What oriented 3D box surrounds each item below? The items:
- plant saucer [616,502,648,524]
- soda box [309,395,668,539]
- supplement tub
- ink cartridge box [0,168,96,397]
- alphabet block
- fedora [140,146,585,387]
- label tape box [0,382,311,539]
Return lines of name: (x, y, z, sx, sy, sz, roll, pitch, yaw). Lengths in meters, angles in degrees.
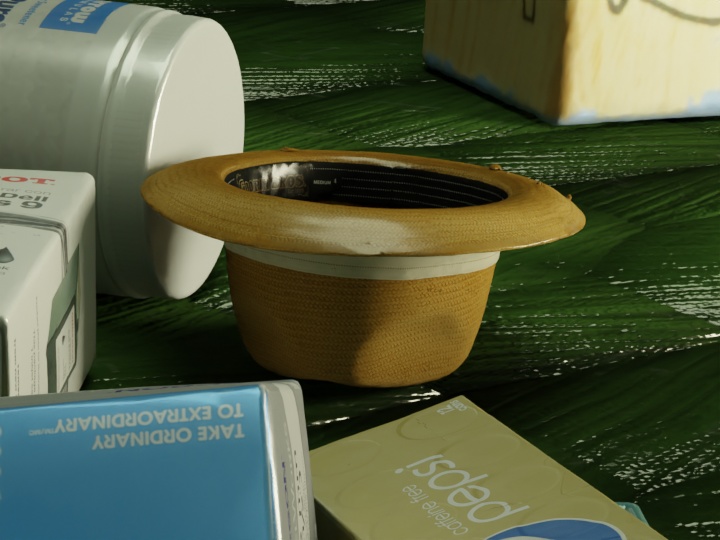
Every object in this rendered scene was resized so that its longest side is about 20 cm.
plant saucer: (0.077, 0.114, 0.814, 0.069, 0.019, 0.200, 1, 17, -6)
soda box: (0.042, 0.099, 0.730, 0.067, 0.064, 0.200, -19, 19, -15)
supplement tub: (-0.166, -0.062, 1.178, 0.198, 0.133, 0.132, 7, 16, 16)
ink cartridge box: (-0.183, 0.022, 0.964, 0.145, 0.085, 0.200, 3, 16, 2)
alphabet block: (0.164, -0.213, 1.634, 0.194, 0.202, 0.196, -6, 18, -26)
fedora: (0.000, 0.000, 1.081, 0.199, 0.082, 0.201, 3, 11, -1)
label tape box: (-0.088, 0.063, 0.649, 0.142, 0.067, 0.200, -5, -5, 2)
